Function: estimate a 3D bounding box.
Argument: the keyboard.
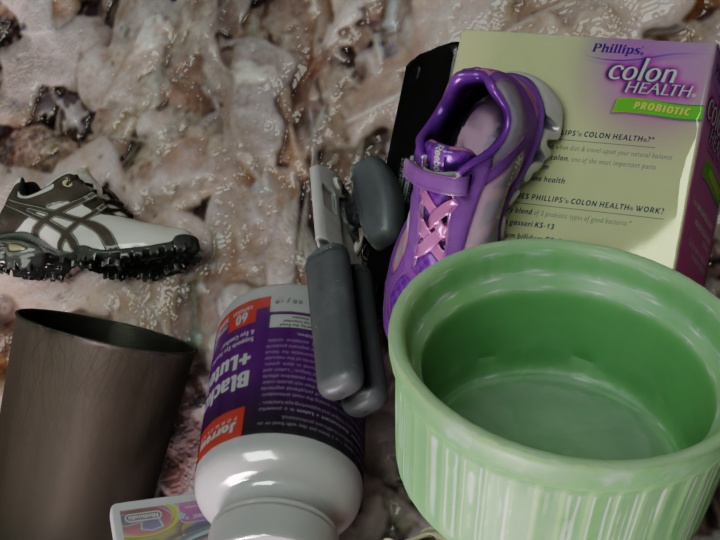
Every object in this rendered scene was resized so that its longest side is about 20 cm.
[{"bbox_3d":[0.043,-0.061,0.949,0.104,0.040,0.200,0,77,64],"label":"keyboard"}]

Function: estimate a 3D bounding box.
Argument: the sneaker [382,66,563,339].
[{"bbox_3d":[0.057,-0.042,0.817,0.080,0.088,0.201,19,87,26],"label":"sneaker"}]

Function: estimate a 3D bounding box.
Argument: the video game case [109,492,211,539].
[{"bbox_3d":[-0.079,0.234,0.857,0.143,0.018,0.200,-5,52,-17],"label":"video game case"}]

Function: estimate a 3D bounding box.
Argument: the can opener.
[{"bbox_3d":[0.000,0.000,0.879,0.067,0.053,0.200,-28,45,23],"label":"can opener"}]

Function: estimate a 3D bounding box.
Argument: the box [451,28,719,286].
[{"bbox_3d":[0.144,-0.049,0.882,0.176,0.097,0.200,8,81,26],"label":"box"}]

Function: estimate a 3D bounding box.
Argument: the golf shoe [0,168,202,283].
[{"bbox_3d":[-0.216,-0.040,1.054,0.200,0.078,0.095,1,77,23],"label":"golf shoe"}]

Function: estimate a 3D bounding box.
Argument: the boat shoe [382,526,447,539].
[{"bbox_3d":[0.037,0.186,0.781,0.200,0.063,0.071,-11,47,53],"label":"boat shoe"}]

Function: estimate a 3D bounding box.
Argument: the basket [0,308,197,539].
[{"bbox_3d":[-0.210,0.141,0.971,0.136,0.180,0.200,13,91,-12],"label":"basket"}]

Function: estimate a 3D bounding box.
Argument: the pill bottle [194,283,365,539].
[{"bbox_3d":[-0.052,0.115,0.878,0.111,0.111,0.200,-18,42,19],"label":"pill bottle"}]

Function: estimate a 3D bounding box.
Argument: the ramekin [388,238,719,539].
[{"bbox_3d":[0.111,0.076,0.724,0.200,0.200,0.098,25,129,27],"label":"ramekin"}]
